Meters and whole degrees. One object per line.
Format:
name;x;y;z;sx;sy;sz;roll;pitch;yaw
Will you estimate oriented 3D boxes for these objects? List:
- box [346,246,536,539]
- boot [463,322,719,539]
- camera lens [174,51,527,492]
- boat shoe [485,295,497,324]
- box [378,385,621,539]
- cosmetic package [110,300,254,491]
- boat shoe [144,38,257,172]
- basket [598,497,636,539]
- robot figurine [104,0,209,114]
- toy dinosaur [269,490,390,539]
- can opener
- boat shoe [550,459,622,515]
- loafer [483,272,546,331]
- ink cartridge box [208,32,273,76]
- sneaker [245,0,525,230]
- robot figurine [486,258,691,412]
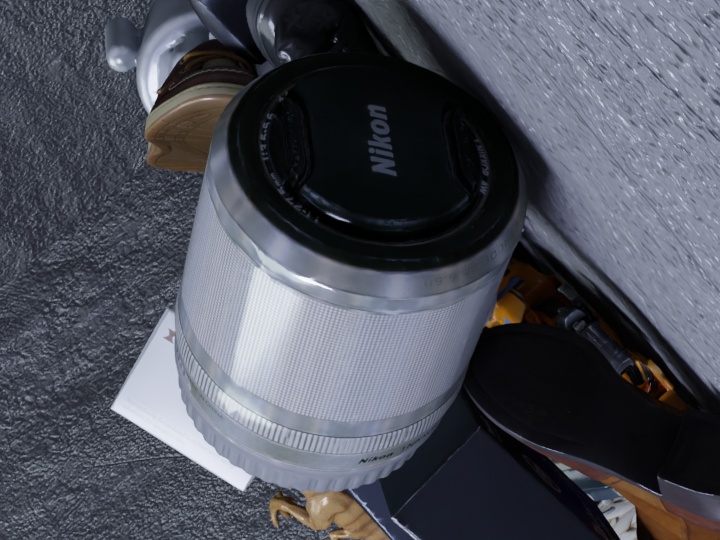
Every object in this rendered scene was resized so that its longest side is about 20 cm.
box;0.060;0.085;1.578;0.117;0.197;0.200;49;178;0
boot;0.156;0.115;1.237;0.188;0.069;0.200;16;158;24
camera lens;-0.010;0.000;1.145;0.160;0.160;0.200;49;145;25
boat shoe;-0.003;-0.021;1.297;0.066;0.072;0.200;30;-172;-48
box;0.084;0.142;1.319;0.141;0.079;0.200;41;-176;-9
cosmetic package;-0.082;0.060;1.489;0.108;0.085;0.200;33;-164;2
boat shoe;-0.096;-0.110;1.377;0.072;0.072;0.200;6;172;-8
basket;0.177;0.221;1.562;0.123;0.200;0.136;55;178;-2
robot figurine;-0.116;-0.168;1.728;0.169;0.113;0.200;10;-156;-6
toy dinosaur;-0.030;0.162;1.631;0.106;0.060;0.200;11;156;46
can opener;-0.039;-0.151;1.356;0.063;0.079;0.200;39;-179;38
boat shoe;0.154;0.129;1.487;0.062;0.075;0.200;47;149;-9
loafer;0.048;0.061;1.435;0.072;0.200;0.063;55;172;20
ink cartridge box;-0.069;-0.111;1.521;0.200;0.044;0.174;118;141;-79
sneaker;0.016;-0.091;1.304;0.104;0.060;0.200;41;173;48
robot figurine;0.142;0.066;1.338;0.145;0.058;0.200;48;180;-24
